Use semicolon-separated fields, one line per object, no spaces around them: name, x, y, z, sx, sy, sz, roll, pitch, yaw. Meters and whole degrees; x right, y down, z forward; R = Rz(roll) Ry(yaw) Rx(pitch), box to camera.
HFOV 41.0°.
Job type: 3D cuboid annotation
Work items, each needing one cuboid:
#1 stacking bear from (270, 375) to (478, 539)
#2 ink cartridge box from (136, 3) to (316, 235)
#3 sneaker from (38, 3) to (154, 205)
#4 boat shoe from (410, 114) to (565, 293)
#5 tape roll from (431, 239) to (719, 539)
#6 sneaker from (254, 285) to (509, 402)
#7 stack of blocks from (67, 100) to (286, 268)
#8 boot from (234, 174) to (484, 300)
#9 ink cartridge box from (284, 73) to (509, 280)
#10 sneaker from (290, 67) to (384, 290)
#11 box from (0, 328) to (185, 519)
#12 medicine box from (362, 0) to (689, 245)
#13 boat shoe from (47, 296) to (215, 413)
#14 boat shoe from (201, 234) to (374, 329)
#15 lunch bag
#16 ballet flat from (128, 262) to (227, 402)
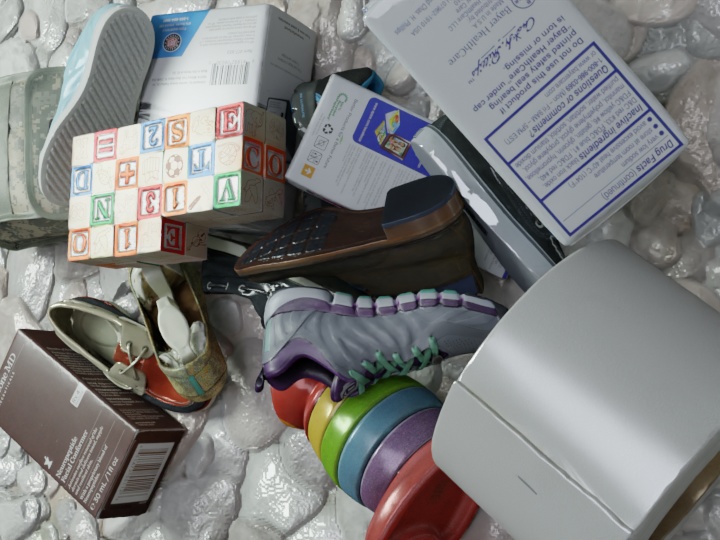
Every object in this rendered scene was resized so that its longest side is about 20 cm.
stacking bear;0.001;0.126;0.786;0.200;0.121;0.114;36;103;36
ink cartridge box;-0.133;-0.137;0.909;0.146;0.086;0.201;4;86;32
sneaker;-0.257;-0.161;0.927;0.082;0.074;0.201;37;101;55
boat shoe;0.120;-0.042;0.743;0.057;0.069;0.200;-39;86;-5
tape roll;0.164;0.100;0.637;0.139;0.202;0.203;40;103;27
sneaker;0.019;0.066;0.737;0.199;0.075;0.088;1;57;13
stack of blocks;-0.161;-0.068;0.831;0.199;0.058;0.116;-6;80;32
boot;0.000;0.000;0.762;0.199;0.097;0.075;-14;32;26
ink cartridge box;0.046;-0.075;0.792;0.199;0.037;0.095;25;87;1
sneaker;-0.005;-0.083;0.836;0.082;0.073;0.201;-18;76;22
box;-0.279;0.148;0.962;0.200;0.075;0.100;31;99;32
medicine box;0.116;-0.138;0.670;0.103;0.182;0.200;-40;94;18
boat shoe;-0.225;0.081;0.946;0.200;0.063;0.071;28;95;29
boat shoe;-0.074;0.023;0.860;0.199;0.074;0.066;20;95;31
lunch bag;-0.320;-0.118;1.001;0.199;0.117;0.165;-9;78;22
ballet flat;-0.179;0.032;0.905;0.071;0.071;0.200;-42;54;18
